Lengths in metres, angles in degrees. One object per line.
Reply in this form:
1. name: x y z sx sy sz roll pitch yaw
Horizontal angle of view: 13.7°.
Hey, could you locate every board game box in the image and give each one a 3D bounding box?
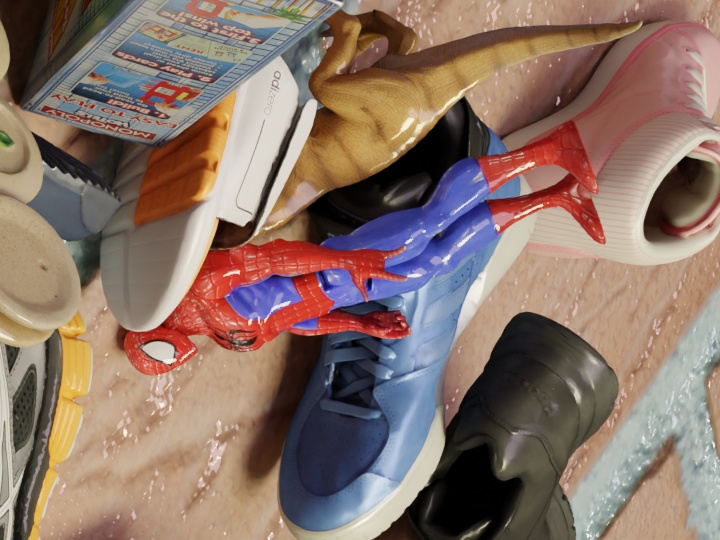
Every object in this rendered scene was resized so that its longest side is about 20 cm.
1. board game box: -0.060 -0.139 1.068 0.061 0.200 0.201 16 60 -18

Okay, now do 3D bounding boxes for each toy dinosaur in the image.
1. toy dinosaur: 0.014 -0.071 1.213 0.199 0.107 0.060 -31 146 6

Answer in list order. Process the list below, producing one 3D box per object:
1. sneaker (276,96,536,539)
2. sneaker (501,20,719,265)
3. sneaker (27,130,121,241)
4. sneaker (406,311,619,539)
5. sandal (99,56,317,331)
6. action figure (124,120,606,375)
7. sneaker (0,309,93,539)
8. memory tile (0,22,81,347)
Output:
1. sneaker: 0.004 0.012 1.270 0.201 0.076 0.111 -61 143 -20
2. sneaker: 0.150 -0.058 1.440 0.200 0.104 0.076 -37 128 -46
3. sneaker: -0.166 -0.024 1.026 0.200 0.070 0.082 16 103 -52
4. sneaker: 0.054 0.106 1.351 0.091 0.076 0.201 -46 157 -36
5. sandal: -0.043 -0.072 1.157 0.059 0.079 0.208 18 84 -30
6. action figure: 0.000 0.000 1.198 0.065 0.199 0.052 73 -2 -64
7. sneaker: -0.154 0.096 1.067 0.077 0.078 0.201 24 68 -54
8. memory tile: -0.174 -0.058 0.922 0.200 0.017 0.154 20 44 -45
